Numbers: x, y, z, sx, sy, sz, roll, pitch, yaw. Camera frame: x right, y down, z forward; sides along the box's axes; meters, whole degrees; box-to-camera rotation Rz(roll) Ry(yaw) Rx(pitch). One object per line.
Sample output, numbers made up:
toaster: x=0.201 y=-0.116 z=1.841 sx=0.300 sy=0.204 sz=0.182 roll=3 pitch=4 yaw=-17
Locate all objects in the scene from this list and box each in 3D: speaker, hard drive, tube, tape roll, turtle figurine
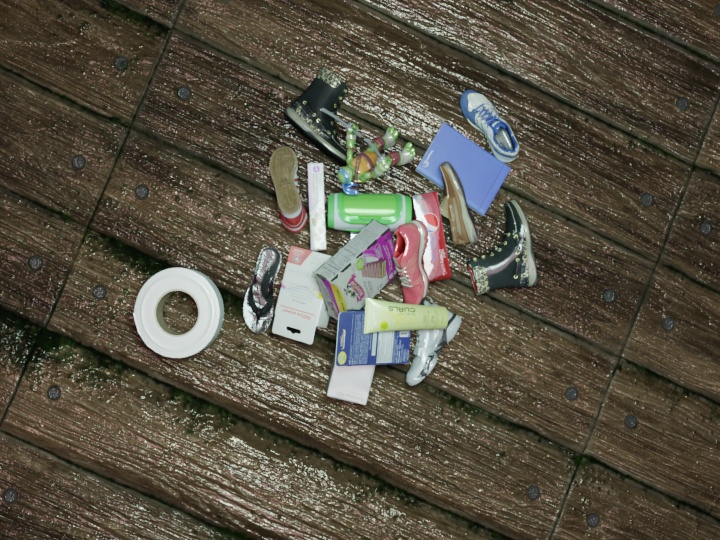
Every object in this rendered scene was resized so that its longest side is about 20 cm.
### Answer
speaker: x=0.020 y=-0.137 z=1.583 sx=0.193 sy=0.088 sz=0.092 roll=1 pitch=89 yaw=-3
hard drive: x=0.247 y=-0.244 z=1.627 sx=0.197 sy=0.025 sz=0.134 roll=33 pitch=87 yaw=-2
tube: x=0.100 y=0.105 z=1.508 sx=0.194 sy=0.052 sz=0.059 roll=4 pitch=53 yaw=-19
tape roll: x=-0.418 y=0.097 z=1.562 sx=0.196 sy=0.071 sz=0.210 roll=0 pitch=89 yaw=-3
turtle figurine: x=0.032 y=-0.281 z=1.525 sx=0.191 sy=0.142 sz=0.206 roll=-27 pitch=118 yaw=-36

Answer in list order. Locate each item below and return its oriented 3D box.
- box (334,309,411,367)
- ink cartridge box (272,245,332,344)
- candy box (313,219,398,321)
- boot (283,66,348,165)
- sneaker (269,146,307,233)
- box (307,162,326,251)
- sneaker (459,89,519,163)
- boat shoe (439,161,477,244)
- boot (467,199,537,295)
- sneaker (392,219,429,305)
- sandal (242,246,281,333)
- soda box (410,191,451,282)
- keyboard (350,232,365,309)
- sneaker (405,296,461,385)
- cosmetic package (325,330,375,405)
box: x=0.026 y=0.150 z=1.516 sx=0.195 sy=0.032 sz=0.125 roll=2 pitch=95 yaw=-32
ink cartridge box: x=-0.124 y=0.059 z=1.563 sx=0.113 sy=0.067 sz=0.206 roll=14 pitch=88 yaw=20
candy box: x=-0.003 y=0.003 z=1.523 sx=0.060 sy=0.139 sz=0.199 roll=27 pitch=58 yaw=39
boot: x=-0.064 y=-0.362 z=1.591 sx=0.202 sy=0.073 sz=0.155 roll=38 pitch=84 yaw=-3
sneaker: x=-0.169 y=-0.185 z=1.591 sx=0.069 sy=0.113 sz=0.205 roll=-9 pitch=60 yaw=-1
box: x=-0.103 y=-0.149 z=1.599 sx=0.037 sy=0.041 sz=0.207 roll=-2 pitch=90 yaw=-3
sneaker: x=0.314 y=-0.352 z=1.603 sx=0.075 sy=0.088 sz=0.201 roll=-39 pitch=90 yaw=-1
boat shoe: x=0.216 y=-0.152 z=1.587 sx=0.070 sy=0.076 sz=0.205 roll=-17 pitch=102 yaw=15
boot: x=0.326 y=-0.051 z=1.598 sx=0.149 sy=0.073 sz=0.210 roll=-12 pitch=89 yaw=-1
sneaker: x=0.104 y=-0.011 z=1.544 sx=0.085 sy=0.073 sz=0.207 roll=-8 pitch=101 yaw=-40
sandal: x=-0.233 y=0.045 z=1.583 sx=0.073 sy=0.048 sz=0.207 roll=10 pitch=88 yaw=-3
soda box: x=0.163 y=-0.077 z=1.597 sx=0.061 sy=0.070 sz=0.207 roll=-10 pitch=89 yaw=-4
keyboard: x=0.000 y=0.000 z=1.618 sx=0.054 sy=0.011 sz=0.207 roll=2 pitch=88 yaw=2
sneaker: x=0.142 y=0.162 z=1.590 sx=0.114 sy=0.075 sz=0.202 roll=37 pitch=82 yaw=-1
cosmetic package: x=-0.011 y=0.200 z=1.577 sx=0.099 sy=0.074 sz=0.206 roll=13 pitch=88 yaw=-5
